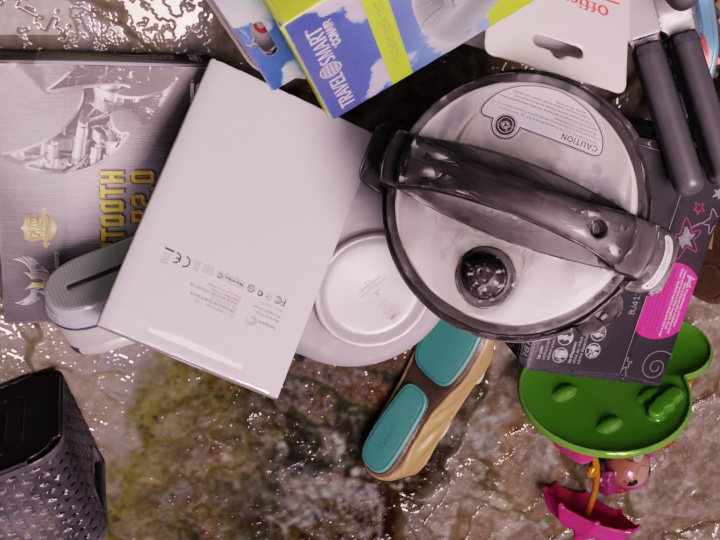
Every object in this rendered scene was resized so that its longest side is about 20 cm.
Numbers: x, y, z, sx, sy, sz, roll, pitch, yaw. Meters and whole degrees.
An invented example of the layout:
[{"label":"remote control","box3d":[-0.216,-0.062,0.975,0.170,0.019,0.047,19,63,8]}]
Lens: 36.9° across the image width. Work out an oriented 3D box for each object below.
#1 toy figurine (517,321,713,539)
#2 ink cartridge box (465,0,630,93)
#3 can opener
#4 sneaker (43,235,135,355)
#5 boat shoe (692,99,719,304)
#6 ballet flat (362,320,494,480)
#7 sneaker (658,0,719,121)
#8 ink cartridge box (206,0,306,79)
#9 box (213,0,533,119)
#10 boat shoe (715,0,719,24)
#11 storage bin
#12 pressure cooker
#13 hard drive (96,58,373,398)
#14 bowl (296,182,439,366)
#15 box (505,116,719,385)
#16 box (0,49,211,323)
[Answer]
[{"label":"toy figurine","box3d":[0.235,0.164,1.003,0.199,0.150,0.185,-30,134,-29]},{"label":"ink cartridge box","box3d":[0.125,-0.215,0.761,0.116,0.067,0.202,12,70,-19]},{"label":"can opener","box3d":[0.228,-0.156,0.783,0.053,0.067,0.201,-17,88,2]},{"label":"sneaker","box3d":[-0.132,0.003,0.799,0.199,0.073,0.071,-17,145,-11]},{"label":"boat shoe","box3d":[0.324,-0.072,0.931,0.075,0.074,0.203,-31,139,-37]},{"label":"ballet flat","box3d":[0.070,0.100,0.953,0.063,0.069,0.201,16,114,-45]},{"label":"sneaker","box3d":[0.228,-0.213,0.856,0.095,0.079,0.202,-6,106,-2]},{"label":"ink cartridge box","box3d":[-0.018,-0.243,0.701,0.200,0.084,0.145,-37,81,20]},{"label":"box","box3d":[0.024,-0.169,0.640,0.199,0.048,0.122,-31,158,2]},{"label":"boat shoe","box3d":[0.352,-0.171,0.913,0.200,0.063,0.073,39,94,-21]},{"label":"storage bin","box3d":[-0.306,0.174,0.831,0.199,0.135,0.094,-20,117,-6]},{"label":"pressure cooker","box3d":[0.105,-0.037,0.716,0.175,0.200,0.180,-22,83,8]},{"label":"hard drive","box3d":[-0.083,-0.029,0.752,0.131,0.027,0.201,23,77,-12]},{"label":"bowl","box3d":[0.000,0.000,0.867,0.199,0.090,0.203,-5,114,-12]},{"label":"box","box3d":[0.198,-0.024,0.897,0.131,0.115,0.201,8,108,-17]},{"label":"box","box3d":[-0.190,-0.062,0.811,0.157,0.048,0.202,-1,113,-15]}]
